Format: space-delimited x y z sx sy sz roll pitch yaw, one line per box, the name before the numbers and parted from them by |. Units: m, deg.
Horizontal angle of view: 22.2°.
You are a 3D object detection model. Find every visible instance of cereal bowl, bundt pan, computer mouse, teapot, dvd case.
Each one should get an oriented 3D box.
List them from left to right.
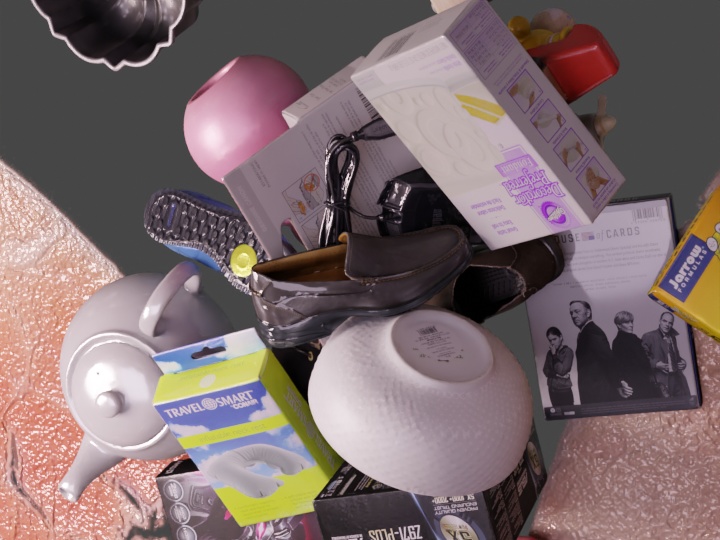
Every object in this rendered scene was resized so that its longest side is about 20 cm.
bundt pan | -0.217 -0.291 1.692 0.200 0.076 0.204 15 118 30
teapot | -0.215 0.102 1.789 0.196 0.146 0.202 -12 101 21
computer mouse | 0.053 -0.083 1.617 0.198 0.046 0.142 -10 123 -13
cereal bowl | 0.059 0.096 1.585 0.199 0.200 0.084 26 129 9
dvd case | 0.226 0.036 1.687 0.149 0.025 0.202 -6 104 20

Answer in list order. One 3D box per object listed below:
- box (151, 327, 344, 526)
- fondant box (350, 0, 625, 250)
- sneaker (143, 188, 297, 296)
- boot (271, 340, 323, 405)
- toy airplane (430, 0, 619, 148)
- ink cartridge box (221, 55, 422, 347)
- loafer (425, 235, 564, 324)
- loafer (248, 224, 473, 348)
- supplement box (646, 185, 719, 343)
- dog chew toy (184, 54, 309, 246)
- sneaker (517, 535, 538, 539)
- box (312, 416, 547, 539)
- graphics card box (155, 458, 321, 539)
box | -0.104 0.150 1.722 0.121 0.048 0.201 -15 126 24
fondant box | 0.104 -0.118 1.517 0.200 0.058 0.144 49 151 -16
sneaker | -0.113 -0.024 1.729 0.199 0.078 0.066 26 97 34
boot | -0.011 0.106 1.737 0.199 0.073 0.151 30 131 16
toy airplane | 0.137 -0.173 1.609 0.198 0.141 0.201 29 150 19
ink cartridge box | -0.015 -0.060 1.646 0.176 0.045 0.201 -36 117 -11
loafer | 0.092 0.019 1.687 0.199 0.071 0.073 -30 95 38
loafer | 0.000 0.000 1.580 0.198 0.073 0.073 -22 126 -4
supplement box | 0.359 0.028 1.577 0.199 0.110 0.109 33 91 6
dog chew toy | -0.070 -0.100 1.697 0.124 0.125 0.200 -36 105 24
sneaker | 0.160 0.349 1.777 0.086 0.074 0.202 -8 103 19
box | 0.068 0.201 1.693 0.162 0.200 0.087 -10 104 20
graphics card box | -0.097 0.242 1.844 0.198 0.051 0.127 -10 103 22
